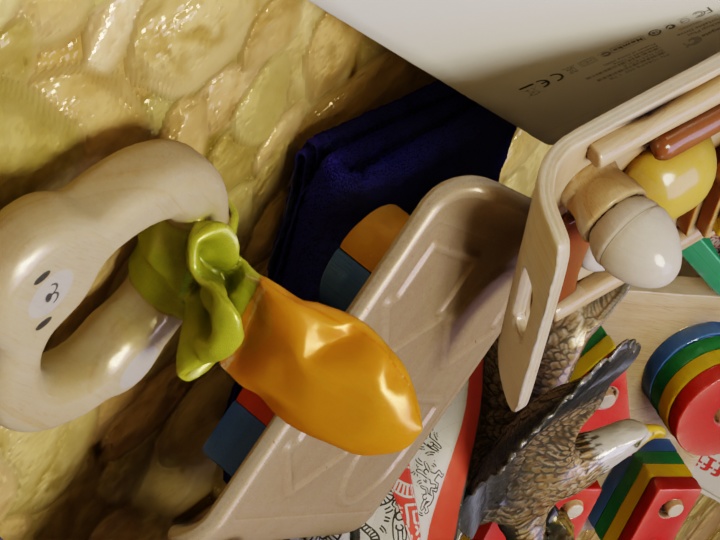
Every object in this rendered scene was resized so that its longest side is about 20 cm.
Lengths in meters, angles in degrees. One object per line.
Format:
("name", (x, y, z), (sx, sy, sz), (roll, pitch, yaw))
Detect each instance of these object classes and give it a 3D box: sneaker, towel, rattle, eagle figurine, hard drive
("sneaker", (-0.001, 0.098, 1.044), (0.067, 0.107, 0.203), (131, -27, -60))
("towel", (0.000, 0.000, 0.934), (0.147, 0.049, 0.201), (-34, 153, -46))
("rattle", (-0.085, 0.035, 0.703), (0.130, 0.143, 0.200), (-38, 168, 15))
("eagle figurine", (0.098, 0.089, 1.088), (0.151, 0.151, 0.202), (-35, 131, -33))
("hard drive", (0.082, -0.111, 0.801), (0.131, 0.027, 0.199), (-22, 156, 28))

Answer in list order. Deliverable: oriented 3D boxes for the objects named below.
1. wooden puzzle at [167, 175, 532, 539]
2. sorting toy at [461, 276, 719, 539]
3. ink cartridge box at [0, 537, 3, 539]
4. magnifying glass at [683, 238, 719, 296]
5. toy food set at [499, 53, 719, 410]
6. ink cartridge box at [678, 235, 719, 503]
("wooden puzzle", (0.007, 0.038, 0.881), (0.200, 0.046, 0.185), (-51, 161, 9))
("sorting toy", (0.153, 0.101, 1.232), (0.198, 0.070, 0.200), (4, 127, -28))
("ink cartridge box", (-0.148, 0.190, 0.854), (0.044, 0.094, 0.201), (-36, 153, -26))
("magnifying glass", (0.183, -0.035, 1.168), (0.022, 0.080, 0.199), (-29, 145, 28))
("toy food set", (0.148, -0.025, 0.835), (0.199, 0.061, 0.144), (-28, 155, -17))
("ink cartridge box", (0.245, 0.037, 1.323), (0.083, 0.146, 0.201), (-50, 167, -57))
